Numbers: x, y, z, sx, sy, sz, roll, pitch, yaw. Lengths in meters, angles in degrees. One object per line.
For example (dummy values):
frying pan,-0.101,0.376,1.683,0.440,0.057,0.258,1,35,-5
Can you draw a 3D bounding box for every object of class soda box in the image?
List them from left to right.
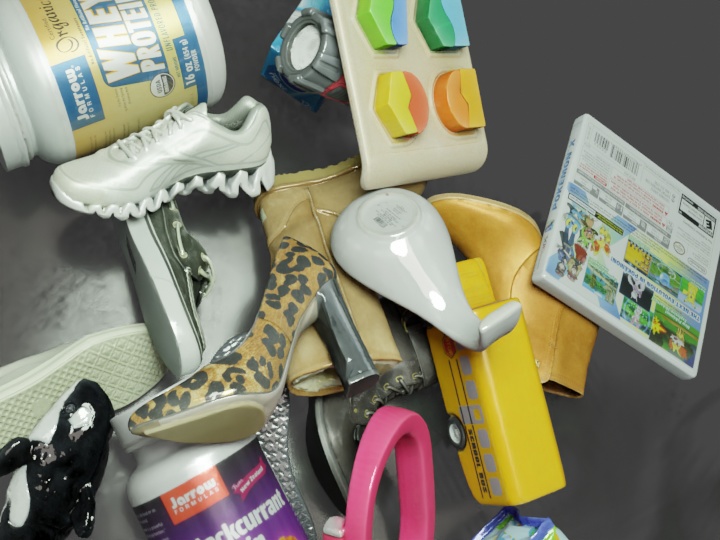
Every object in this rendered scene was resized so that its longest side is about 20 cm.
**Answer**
soda box,-0.014,-0.255,1.035,0.067,0.064,0.202,32,70,-5

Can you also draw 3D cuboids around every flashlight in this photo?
flashlight,0.014,-0.169,0.976,0.198,0.068,0.068,15,110,-47

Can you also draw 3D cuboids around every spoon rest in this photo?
spoon rest,0.051,0.000,0.876,0.098,0.061,0.200,-29,48,-18

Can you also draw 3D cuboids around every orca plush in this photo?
orca plush,-0.241,0.186,0.834,0.070,0.106,0.201,23,66,34

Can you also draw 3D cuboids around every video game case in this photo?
video game case,0.261,-0.022,1.034,0.198,0.022,0.185,31,62,-21

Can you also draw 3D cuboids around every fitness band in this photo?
fitness band,0.019,0.207,0.871,0.037,0.203,0.144,9,32,23

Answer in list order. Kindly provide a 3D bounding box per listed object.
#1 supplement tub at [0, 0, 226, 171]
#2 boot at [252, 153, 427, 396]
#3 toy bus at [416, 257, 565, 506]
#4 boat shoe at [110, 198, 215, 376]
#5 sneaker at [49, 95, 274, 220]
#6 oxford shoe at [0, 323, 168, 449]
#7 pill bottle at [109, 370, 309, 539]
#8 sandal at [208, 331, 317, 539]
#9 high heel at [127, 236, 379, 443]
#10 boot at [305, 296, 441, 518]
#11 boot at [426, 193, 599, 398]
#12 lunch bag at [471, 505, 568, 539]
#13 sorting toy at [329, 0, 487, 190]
supplement tub,-0.227,-0.177,0.916,0.198,0.145,0.146,-25,83,-19
boot,0.000,0.000,0.939,0.172,0.067,0.202,-14,56,-5
toy bus,0.108,0.091,0.920,0.064,0.078,0.204,-13,87,-27
boat shoe,-0.155,-0.003,0.902,0.063,0.071,0.202,-11,54,-22
sneaker,-0.162,-0.098,0.902,0.197,0.082,0.075,-15,42,-30
oxford shoe,-0.245,0.090,0.889,0.198,0.057,0.076,-25,123,-29
pill bottle,-0.114,0.186,0.847,0.110,0.111,0.202,-28,89,-19
sandal,-0.090,0.155,0.929,0.075,0.043,0.204,-11,88,-9
high heel,-0.097,0.049,0.823,0.197,0.072,0.144,-13,60,-27
boot,0.032,0.100,0.954,0.171,0.069,0.204,-10,77,-16
boot,0.134,0.027,0.996,0.198,0.071,0.146,23,66,-14
lunch bag,0.125,0.327,0.893,0.200,0.127,0.171,-41,95,-13
sorting toy,0.049,-0.180,0.942,0.184,0.036,0.204,-14,97,-50
